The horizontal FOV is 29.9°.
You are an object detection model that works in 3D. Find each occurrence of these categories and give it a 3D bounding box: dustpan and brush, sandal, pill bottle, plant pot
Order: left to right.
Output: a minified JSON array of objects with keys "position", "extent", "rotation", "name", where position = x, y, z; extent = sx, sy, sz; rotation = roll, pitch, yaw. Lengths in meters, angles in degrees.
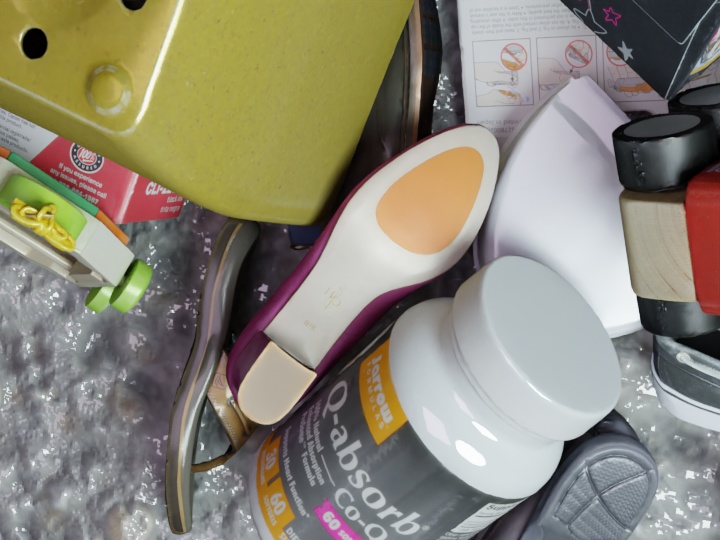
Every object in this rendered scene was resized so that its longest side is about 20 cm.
[{"position":[-0.098,-0.139,0.646],"extent":[0.194,0.200,0.196],"rotation":[26,103,13],"name":"plant pot"},{"position":[-0.081,0.066,0.818],"extent":[0.054,0.082,0.202],"rotation":[14,92,-4],"name":"sandal"},{"position":[0.036,0.087,0.719],"extent":[0.117,0.116,0.200],"rotation":[52,126,9],"name":"pill bottle"},{"position":[0.096,0.007,0.756],"extent":[0.200,0.057,0.140],"rotation":[-44,91,11],"name":"dustpan and brush"}]

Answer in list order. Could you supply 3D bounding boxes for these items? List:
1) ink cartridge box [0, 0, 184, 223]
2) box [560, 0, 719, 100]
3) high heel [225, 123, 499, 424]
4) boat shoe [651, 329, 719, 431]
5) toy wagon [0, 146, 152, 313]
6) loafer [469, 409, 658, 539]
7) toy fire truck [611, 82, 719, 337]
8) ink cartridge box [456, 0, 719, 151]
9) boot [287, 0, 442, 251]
[{"position":[-0.152,-0.149,0.812],"extent":[0.143,0.084,0.202],"rotation":[25,103,16],"name":"ink cartridge box"},{"position":[0.122,-0.205,0.602],"extent":[0.115,0.132,0.200],"rotation":[-40,77,-19],"name":"box"},{"position":[0.000,0.000,0.741],"extent":[0.067,0.096,0.201],"rotation":[35,91,-8],"name":"high heel"},{"position":[0.246,0.052,0.680],"extent":[0.198,0.068,0.074],"rotation":[15,57,25],"name":"boat shoe"},{"position":[-0.192,-0.031,0.780],"extent":[0.155,0.200,0.040],"rotation":[34,75,-20],"name":"toy wagon"},{"position":[0.096,0.162,0.767],"extent":[0.071,0.063,0.201],"rotation":[30,110,-15],"name":"loafer"},{"position":[0.232,-0.051,0.595],"extent":[0.199,0.175,0.130],"rotation":[7,116,44],"name":"toy fire truck"},{"position":[0.132,-0.160,0.738],"extent":[0.159,0.050,0.202],"rotation":[1,111,20],"name":"ink cartridge box"},{"position":[-0.002,-0.101,0.760],"extent":[0.096,0.075,0.202],"rotation":[-4,97,13],"name":"boot"}]
